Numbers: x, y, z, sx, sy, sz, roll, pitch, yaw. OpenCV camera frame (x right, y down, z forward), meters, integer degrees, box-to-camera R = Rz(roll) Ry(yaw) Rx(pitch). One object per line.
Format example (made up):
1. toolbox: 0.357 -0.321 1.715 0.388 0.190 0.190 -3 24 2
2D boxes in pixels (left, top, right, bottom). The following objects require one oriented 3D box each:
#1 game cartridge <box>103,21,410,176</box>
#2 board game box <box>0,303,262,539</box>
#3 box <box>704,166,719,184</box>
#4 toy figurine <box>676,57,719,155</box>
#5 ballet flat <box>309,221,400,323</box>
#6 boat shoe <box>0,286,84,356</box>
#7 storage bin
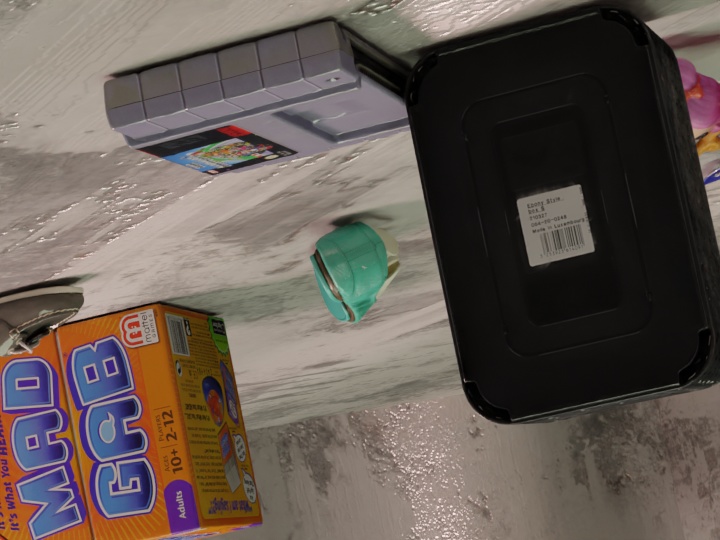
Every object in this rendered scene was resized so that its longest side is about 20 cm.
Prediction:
1. game cartridge: -0.045 -0.085 1.211 0.129 0.039 0.200 -18 172 13
2. board game box: -0.225 0.156 2.105 0.198 0.202 0.200 -14 172 12
3. box: 0.379 -0.082 1.878 0.198 0.042 0.119 -14 173 2
4. toy figurine: 0.181 -0.081 1.378 0.199 0.151 0.184 22 140 -31
5. ballet flat: 0.000 0.000 1.826 0.070 0.068 0.200 -25 175 -3
6. boat shoe: -0.298 0.058 1.809 0.198 0.058 0.067 -14 172 23
7. storage bin: 0.113 -0.026 1.228 0.134 0.202 0.094 -13 172 16
